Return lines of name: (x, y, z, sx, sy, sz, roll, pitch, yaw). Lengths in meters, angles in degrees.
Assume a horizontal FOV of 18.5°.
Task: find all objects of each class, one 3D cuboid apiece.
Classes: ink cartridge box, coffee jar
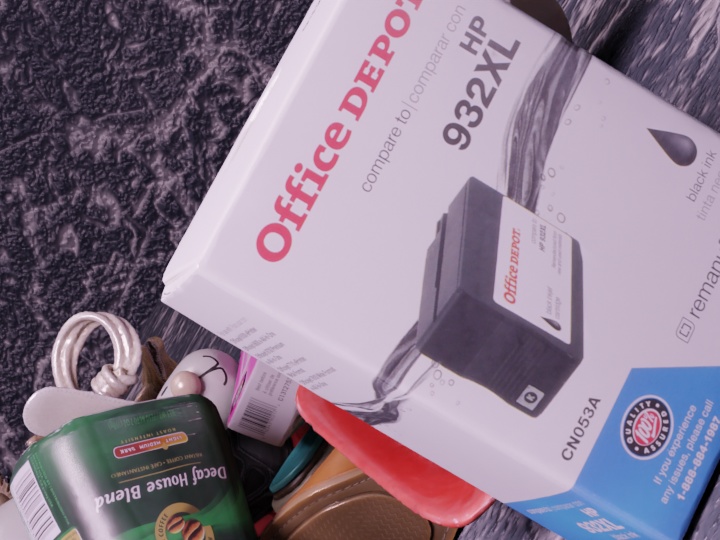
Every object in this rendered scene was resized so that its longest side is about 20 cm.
ink cartridge box: (-0.030, -0.004, 1.173, 0.201, 0.037, 0.095, -79, 12, -58)
coffee jar: (-0.083, 0.164, 1.028, 0.104, 0.201, 0.085, -11, -23, -35)
ink cartridge box: (0.049, -0.007, 0.808, 0.146, 0.199, 0.084, -62, 8, -13)

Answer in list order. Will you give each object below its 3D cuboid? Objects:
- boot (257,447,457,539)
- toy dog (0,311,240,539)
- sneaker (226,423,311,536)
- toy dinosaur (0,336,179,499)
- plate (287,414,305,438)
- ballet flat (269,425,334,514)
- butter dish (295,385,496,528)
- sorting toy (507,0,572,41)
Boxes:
boot: (0.020, 0.070, 1.105, 0.200, 0.076, 0.156, -51, 17, 22)
toy dog: (-0.151, 0.116, 1.150, 0.201, 0.131, 0.096, -65, -21, -2)
sneaker: (-0.116, 0.144, 1.244, 0.200, 0.098, 0.071, -40, 53, 17)
toy dinosaur: (-0.154, 0.119, 1.277, 0.101, 0.058, 0.200, -23, -22, -36)
plate: (0.000, 0.000, 1.174, 0.200, 0.025, 0.202, -157, 90, -81)
ballet flat: (0.012, 0.072, 1.225, 0.070, 0.069, 0.201, -49, 9, 52)
butter dish: (0.030, -0.020, 0.966, 0.200, 0.148, 0.199, -49, 26, -5)
sorting toy: (0.072, -0.144, 1.253, 0.200, 0.106, 0.182, -76, -8, -61)
